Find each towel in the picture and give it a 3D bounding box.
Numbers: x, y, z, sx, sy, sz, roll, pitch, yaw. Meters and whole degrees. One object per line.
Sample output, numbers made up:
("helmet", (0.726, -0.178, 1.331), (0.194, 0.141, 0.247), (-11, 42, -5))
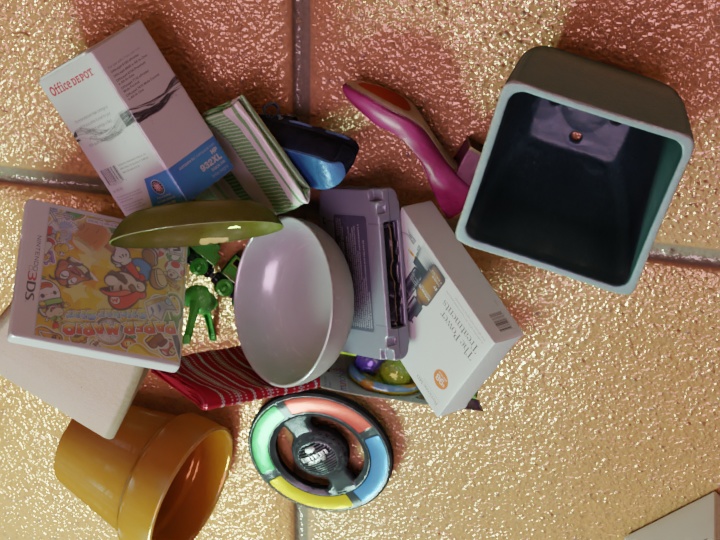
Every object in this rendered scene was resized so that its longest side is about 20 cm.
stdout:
("towel", (-0.141, 0.122, 1.773), (0.144, 0.199, 0.023), (27, 119, 49))
("towel", (-0.151, -0.119, 1.693), (0.200, 0.023, 0.153), (-15, 116, 52))

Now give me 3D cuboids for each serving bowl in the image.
("serving bowl", (-0.069, 0.037, 1.717), (0.066, 0.200, 0.200), (2, 136, -39))

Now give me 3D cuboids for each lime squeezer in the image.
("lime squeezer", (-0.195, 0.053, 1.802), (0.038, 0.200, 0.071), (-16, 87, 2))

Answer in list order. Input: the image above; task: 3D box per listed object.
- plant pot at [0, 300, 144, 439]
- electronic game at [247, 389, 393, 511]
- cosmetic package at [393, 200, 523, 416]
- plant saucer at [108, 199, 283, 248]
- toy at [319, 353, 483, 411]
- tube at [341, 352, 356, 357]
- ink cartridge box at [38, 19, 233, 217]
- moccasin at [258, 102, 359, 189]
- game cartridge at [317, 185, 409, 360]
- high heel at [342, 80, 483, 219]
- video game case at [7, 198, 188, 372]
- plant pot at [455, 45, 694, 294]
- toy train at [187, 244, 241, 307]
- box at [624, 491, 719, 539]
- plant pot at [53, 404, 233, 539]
("plant pot", (-0.331, 0.051, 1.810), (0.199, 0.200, 0.177), (31, 110, -7))
("electronic game", (-0.054, 0.242, 1.939), (0.199, 0.042, 0.201), (7, 123, 11))
("cosmetic package", (0.085, 0.044, 1.682), (0.200, 0.052, 0.151), (56, 140, 24))
("plant saucer", (-0.187, -0.054, 1.654), (0.199, 0.200, 0.031), (-8, 85, 19))
("toy", (0.050, 0.119, 1.775), (0.199, 0.115, 0.047), (13, 107, -8))
("tube", (0.023, 0.072, 1.810), (0.199, 0.052, 0.058), (-17, 86, 27))
("ink cartridge box", (-0.258, -0.168, 1.661), (0.145, 0.084, 0.200), (-12, 114, 54))
("moccasin", (-0.088, -0.144, 1.684), (0.199, 0.068, 0.081), (23, 142, 27))
("game cartridge", (0.000, 0.000, 1.709), (0.133, 0.041, 0.201), (6, 103, 50))
("high heel", (0.051, -0.136, 1.655), (0.199, 0.067, 0.096), (30, 113, -10))
("video game case", (-0.301, 0.017, 1.694), (0.199, 0.183, 0.023), (13, 148, -21))
("plant pot", (0.230, -0.131, 1.535), (0.195, 0.200, 0.196), (18, 125, 2))
("toy train", (-0.153, 0.014, 1.813), (0.200, 0.042, 0.056), (40, 85, -9))
("box", (0.456, 0.412, 1.877), (0.152, 0.106, 0.200), (-34, 109, 30))
("plant pot", (-0.299, 0.262, 1.938), (0.183, 0.200, 0.201), (24, 126, 18))
